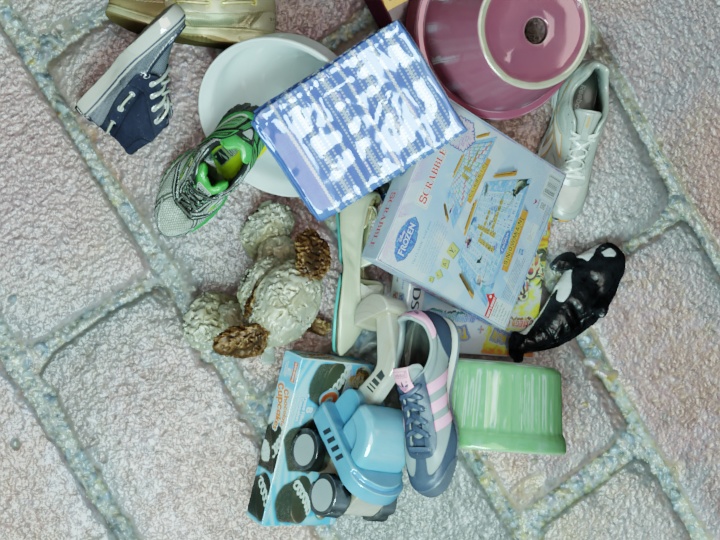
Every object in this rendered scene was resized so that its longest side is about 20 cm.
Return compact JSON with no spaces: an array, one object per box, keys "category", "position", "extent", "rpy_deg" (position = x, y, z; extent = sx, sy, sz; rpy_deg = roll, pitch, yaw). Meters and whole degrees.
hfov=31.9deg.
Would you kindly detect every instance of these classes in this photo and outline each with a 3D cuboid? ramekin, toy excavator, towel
[{"category":"ramekin","position":[0.144,0.157,1.473],"extent":[0.197,0.200,0.099],"rpy_deg":[6,84,-9]},{"category":"toy excavator","position":[0.012,0.156,1.424],"extent":[0.099,0.196,0.201],"rpy_deg":[16,124,-41]},{"category":"towel","position":[-0.004,-0.159,1.364],"extent":[0.198,0.024,0.146],"rpy_deg":[-31,102,15]}]

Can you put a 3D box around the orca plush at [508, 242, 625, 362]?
[{"category":"orca plush","position":[0.262,0.038,1.518],"extent":[0.198,0.071,0.107],"rpy_deg":[-28,111,-27]}]

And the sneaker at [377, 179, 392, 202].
[{"category":"sneaker","position":[0.049,-0.128,1.501],"extent":[0.076,0.076,0.203],"rpy_deg":[-21,97,-3]}]

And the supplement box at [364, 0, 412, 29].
[{"category":"supplement box","position":[0.095,-0.370,1.492],"extent":[0.198,0.086,0.111],"rpy_deg":[-29,97,-6]}]

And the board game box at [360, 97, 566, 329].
[{"category":"board game box","position":[0.121,-0.064,1.440],"extent":[0.198,0.041,0.202],"rpy_deg":[28,81,-29]}]

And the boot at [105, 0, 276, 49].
[{"category":"boot","position":[-0.189,-0.343,1.458],"extent":[0.197,0.073,0.158],"rpy_deg":[7,90,-7]}]

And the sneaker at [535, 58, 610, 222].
[{"category":"sneaker","position":[0.259,-0.160,1.524],"extent":[0.074,0.092,0.203],"rpy_deg":[6,92,-8]}]

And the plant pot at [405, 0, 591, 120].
[{"category":"plant pot","position":[0.163,-0.265,1.382],"extent":[0.197,0.179,0.203],"rpy_deg":[-2,98,-11]}]

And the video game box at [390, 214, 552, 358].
[{"category":"video game box","position":[0.130,0.007,1.502],"extent":[0.198,0.047,0.185],"rpy_deg":[5,96,-30]}]

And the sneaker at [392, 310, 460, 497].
[{"category":"sneaker","position":[0.061,0.141,1.366],"extent":[0.082,0.069,0.203],"rpy_deg":[23,61,-48]}]

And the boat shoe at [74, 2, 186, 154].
[{"category":"boat shoe","position":[-0.234,-0.212,1.418],"extent":[0.093,0.199,0.075],"rpy_deg":[44,44,-13]}]

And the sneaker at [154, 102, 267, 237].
[{"category":"sneaker","position":[-0.180,-0.105,1.434],"extent":[0.078,0.085,0.200],"rpy_deg":[38,125,-8]}]

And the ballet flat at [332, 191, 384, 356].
[{"category":"ballet flat","position":[0.000,0.000,1.492],"extent":[0.068,0.069,0.203],"rpy_deg":[2,85,-9]}]

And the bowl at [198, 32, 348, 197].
[{"category":"bowl","position":[-0.079,-0.193,1.452],"extent":[0.198,0.091,0.203],"rpy_deg":[10,126,13]}]

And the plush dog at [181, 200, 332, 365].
[{"category":"plush dog","position":[-0.095,0.036,1.438],"extent":[0.160,0.172,0.201],"rpy_deg":[35,86,-9]}]

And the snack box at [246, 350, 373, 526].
[{"category":"snack box","position":[-0.059,0.199,1.485],"extent":[0.115,0.037,0.203],"rpy_deg":[9,97,-43]}]
